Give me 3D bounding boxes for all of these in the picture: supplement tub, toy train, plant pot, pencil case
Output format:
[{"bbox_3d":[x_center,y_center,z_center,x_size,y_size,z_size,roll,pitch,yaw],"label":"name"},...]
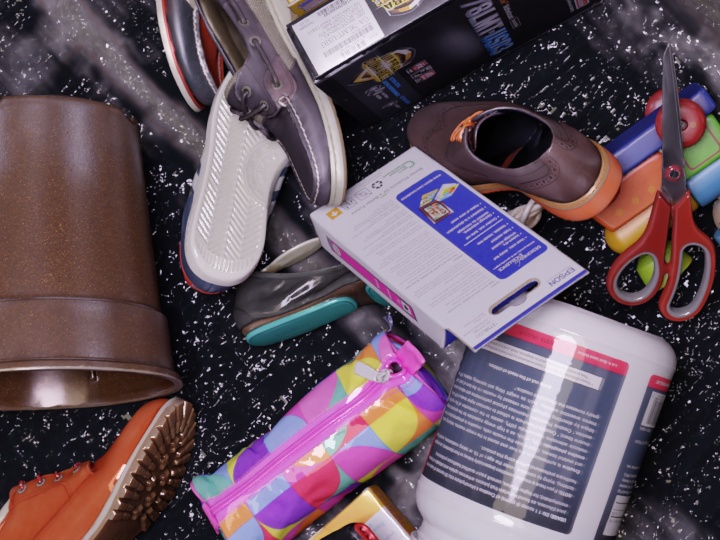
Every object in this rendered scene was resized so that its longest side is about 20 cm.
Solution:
[{"bbox_3d":[0.120,0.122,1.161,0.140,0.140,0.200,20,90,11],"label":"supplement tub"},{"bbox_3d":[0.184,-0.031,1.197,0.200,0.085,0.116,-36,97,10],"label":"toy train"},{"bbox_3d":[-0.230,-0.010,1.220,0.200,0.200,0.199,-6,77,10],"label":"plant pot"},{"bbox_3d":[-0.026,0.124,1.219,0.200,0.088,0.088,-41,81,7],"label":"pencil case"}]

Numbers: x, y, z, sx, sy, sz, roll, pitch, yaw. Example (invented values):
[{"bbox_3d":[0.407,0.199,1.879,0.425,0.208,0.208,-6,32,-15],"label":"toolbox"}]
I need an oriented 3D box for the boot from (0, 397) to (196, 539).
[{"bbox_3d":[-0.205,0.164,1.258,0.107,0.075,0.200,32,86,26],"label":"boot"}]

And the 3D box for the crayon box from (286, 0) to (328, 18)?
[{"bbox_3d":[0.014,-0.210,1.170,0.126,0.200,0.052,-29,82,7],"label":"crayon box"}]

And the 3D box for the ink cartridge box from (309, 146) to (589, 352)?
[{"bbox_3d":[0.057,-0.010,1.142,0.095,0.037,0.200,-34,40,-15],"label":"ink cartridge box"}]

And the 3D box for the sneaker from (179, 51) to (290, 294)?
[{"bbox_3d":[-0.089,-0.073,1.252,0.075,0.085,0.200,23,67,-9],"label":"sneaker"}]

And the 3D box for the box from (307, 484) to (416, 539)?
[{"bbox_3d":[0.030,0.267,1.223,0.119,0.041,0.200,-42,83,6],"label":"box"}]

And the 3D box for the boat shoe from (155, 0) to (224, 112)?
[{"bbox_3d":[-0.117,-0.218,1.265,0.062,0.071,0.200,-9,81,7],"label":"boat shoe"}]

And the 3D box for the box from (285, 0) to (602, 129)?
[{"bbox_3d":[0.064,-0.176,1.160,0.198,0.200,0.050,-28,81,7],"label":"box"}]

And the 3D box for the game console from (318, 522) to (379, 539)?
[{"bbox_3d":[-0.027,0.289,1.199,0.200,0.031,0.177,-33,83,29],"label":"game console"}]

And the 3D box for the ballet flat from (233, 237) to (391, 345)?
[{"bbox_3d":[0.000,0.000,1.232,0.200,0.068,0.068,-12,72,10],"label":"ballet flat"}]

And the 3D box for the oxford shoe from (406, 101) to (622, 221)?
[{"bbox_3d":[0.090,-0.093,1.171,0.200,0.073,0.071,19,78,51],"label":"oxford shoe"}]

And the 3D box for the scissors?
[{"bbox_3d":[0.215,-0.055,1.143,0.073,0.014,0.200,8,117,-2],"label":"scissors"}]

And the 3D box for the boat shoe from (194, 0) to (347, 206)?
[{"bbox_3d":[-0.065,-0.129,1.197,0.065,0.072,0.200,-14,71,-19],"label":"boat shoe"}]
